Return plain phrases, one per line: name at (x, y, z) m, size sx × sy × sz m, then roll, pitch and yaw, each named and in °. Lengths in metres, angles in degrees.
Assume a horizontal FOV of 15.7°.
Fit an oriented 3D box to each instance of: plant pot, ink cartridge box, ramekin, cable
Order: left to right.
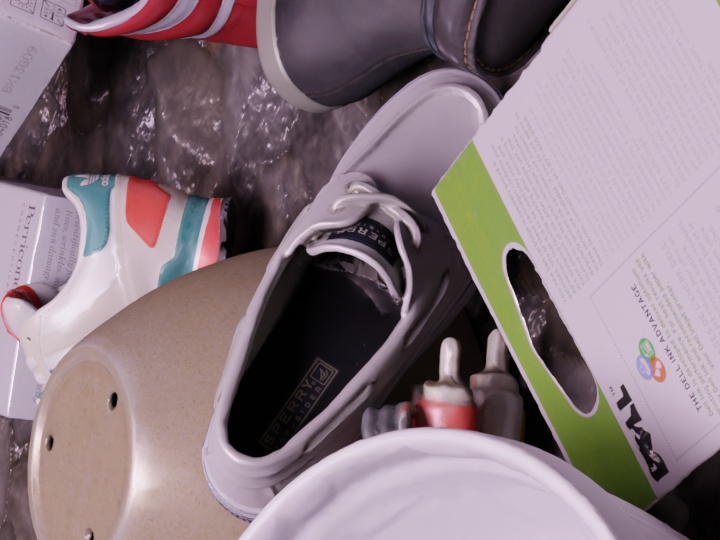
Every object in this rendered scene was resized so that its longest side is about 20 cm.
ink cartridge box at (-0.171, -0.159, 1.301) m, size 0.109 × 0.050 × 0.201 m, roll -49°, pitch 28°, yaw 45°
plant pot at (-0.056, 0.081, 1.063) m, size 0.200 × 0.134 × 0.201 m, roll -14°, pitch 73°, yaw 54°
cable at (0.039, 0.122, 0.960) m, size 0.050 × 0.097 × 0.201 m, roll -8°, pitch 82°, yaw 22°
ramekin at (0.044, 0.157, 0.826) m, size 0.199 × 0.105 × 0.201 m, roll -14°, pitch 68°, yaw 38°
ink cartridge box at (0.117, -0.021, 0.839) m, size 0.148 × 0.075 × 0.200 m, roll 63°, pitch 149°, yaw 15°

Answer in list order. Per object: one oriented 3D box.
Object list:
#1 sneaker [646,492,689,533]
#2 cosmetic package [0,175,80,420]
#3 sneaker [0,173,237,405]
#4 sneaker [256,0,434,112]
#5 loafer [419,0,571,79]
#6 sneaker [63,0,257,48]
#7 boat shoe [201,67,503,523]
sneaker at (0.077, 0.166, 0.904) m, size 0.092 × 0.075 × 0.201 m, roll -13°, pitch 75°, yaw 51°
cosmetic package at (-0.176, 0.009, 1.307) m, size 0.200 × 0.081 × 0.114 m, roll 9°, pitch 90°, yaw 58°
sneaker at (-0.125, 0.048, 1.192) m, size 0.070 × 0.093 × 0.201 m, roll -81°, pitch 9°, yaw -76°
sneaker at (0.011, -0.172, 1.075) m, size 0.106 × 0.075 × 0.201 m, roll -15°, pitch 75°, yaw 45°
loafer at (0.087, -0.138, 0.821) m, size 0.072 × 0.073 × 0.200 m, roll 45°, pitch 119°, yaw 29°
sneaker at (-0.100, -0.141, 1.188) m, size 0.200 × 0.112 × 0.072 m, roll 19°, pitch 101°, yaw 57°
boat shoe at (0.000, 0.000, 0.979) m, size 0.200 × 0.072 × 0.066 m, roll -55°, pitch -11°, yaw -19°
